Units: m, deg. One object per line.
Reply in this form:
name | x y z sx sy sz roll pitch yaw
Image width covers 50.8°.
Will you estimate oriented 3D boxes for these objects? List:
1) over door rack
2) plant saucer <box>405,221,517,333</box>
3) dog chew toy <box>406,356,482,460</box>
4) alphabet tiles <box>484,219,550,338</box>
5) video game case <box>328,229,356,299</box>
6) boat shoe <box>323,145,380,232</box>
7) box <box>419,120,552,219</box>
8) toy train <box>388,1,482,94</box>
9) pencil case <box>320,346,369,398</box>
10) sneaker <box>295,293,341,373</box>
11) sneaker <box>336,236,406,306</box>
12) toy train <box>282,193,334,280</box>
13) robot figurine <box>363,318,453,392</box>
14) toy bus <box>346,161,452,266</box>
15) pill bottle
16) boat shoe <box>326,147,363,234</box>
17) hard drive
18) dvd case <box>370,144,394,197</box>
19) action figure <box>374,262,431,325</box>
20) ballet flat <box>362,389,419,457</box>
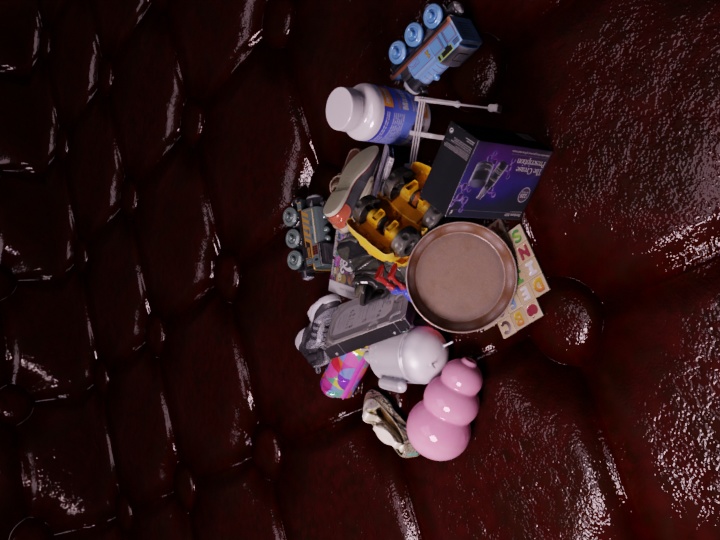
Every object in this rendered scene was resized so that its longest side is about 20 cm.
over door rack | 0.180 -0.248 1.442 0.200 0.067 0.148 19 106 41
plant saucer | 0.182 0.012 1.377 0.034 0.200 0.201 -25 -65 -87
dog chew toy | 0.167 0.255 1.428 0.124 0.124 0.200 36 109 43
alphabet tiles | 0.261 0.014 1.393 0.166 0.006 0.200 -39 62 42
video game case | 0.008 -0.031 1.666 0.181 0.036 0.201 19 105 46
boat shoe | -0.007 -0.174 1.583 0.071 0.063 0.200 0 53 48
box | 0.216 -0.166 1.294 0.079 0.200 0.141 47 125 38
toy train | 0.137 -0.427 1.471 0.200 0.087 0.114 -38 69 41
pencil case | -0.019 0.195 1.665 0.088 0.088 0.200 52 129 35
sneaker | -0.078 0.150 1.744 0.114 0.075 0.200 58 136 30
sneaker | 0.000 0.000 1.562 0.199 0.114 0.076 29 154 40
toy train | -0.115 -0.081 1.780 0.114 0.085 0.201 -15 77 36
robot figurine | 0.095 0.167 1.505 0.200 0.113 0.170 -7 50 50
toy bus | 0.083 -0.077 1.456 0.136 0.200 0.192 42 160 25
pill bottle | 0.034 -0.310 1.504 0.112 0.200 0.112 1 92 49
boat shoe | -0.027 -0.181 1.646 0.076 0.072 0.200 -9 64 41
hard drive | 0.023 0.095 1.541 0.200 0.038 0.140 -22 29 27
dvd case | 0.040 -0.180 1.548 0.200 0.016 0.149 -86 11 -71
action figure | 0.116 0.054 1.439 0.065 0.200 0.052 -11 45 49
ballet flat | 0.051 0.319 1.592 0.200 0.075 0.068 42 122 41
